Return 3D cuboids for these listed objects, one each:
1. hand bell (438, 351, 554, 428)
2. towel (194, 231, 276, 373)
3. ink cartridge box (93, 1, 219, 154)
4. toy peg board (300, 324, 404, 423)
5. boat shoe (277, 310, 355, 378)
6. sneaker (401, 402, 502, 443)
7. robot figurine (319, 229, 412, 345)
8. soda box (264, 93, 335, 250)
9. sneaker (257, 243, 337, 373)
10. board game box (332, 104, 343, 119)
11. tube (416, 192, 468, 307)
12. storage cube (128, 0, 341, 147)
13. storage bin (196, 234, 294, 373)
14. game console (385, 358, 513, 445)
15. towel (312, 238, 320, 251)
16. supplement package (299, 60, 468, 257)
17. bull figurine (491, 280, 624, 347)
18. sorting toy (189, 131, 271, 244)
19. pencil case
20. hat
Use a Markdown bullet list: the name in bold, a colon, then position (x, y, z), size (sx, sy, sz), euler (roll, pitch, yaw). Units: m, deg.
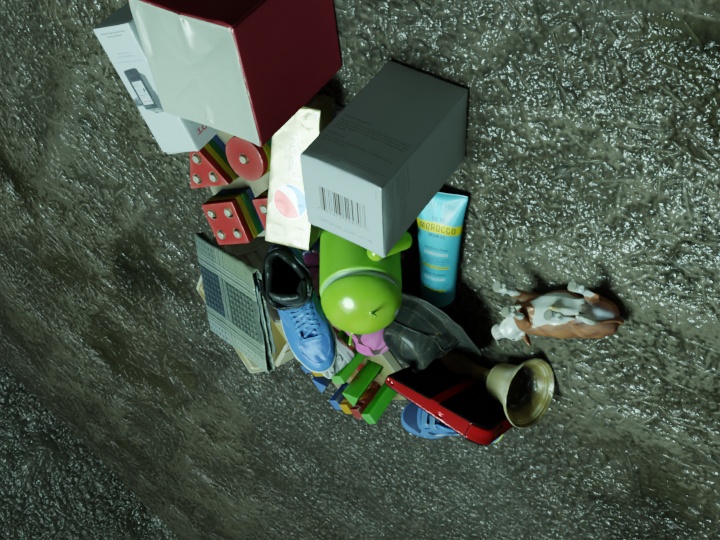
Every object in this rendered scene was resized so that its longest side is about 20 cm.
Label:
- **hand bell**: position (0.187, 0.157, 1.537), size (0.199, 0.104, 0.105), euler (20, 144, 50)
- **towel**: position (-0.198, 0.049, 1.630), size (0.199, 0.034, 0.195), euler (30, 134, 47)
- **ink cartridge box**: position (-0.249, -0.283, 1.390), size (0.083, 0.146, 0.201), euler (4, 133, 40)
- **toy peg board**: position (-0.038, 0.177, 1.769), size (0.198, 0.098, 0.201), euler (-11, 121, 52)
- **boat shoe**: position (-0.076, 0.112, 1.578), size (0.070, 0.070, 0.200), euler (25, 164, 41)
- **sneaker**: position (0.139, 0.235, 1.653), size (0.198, 0.075, 0.082), euler (-5, 158, 40)
- **robot figurine**: position (0.000, 0.000, 1.413), size (0.114, 0.202, 0.176), euler (14, 142, -20)
- **soda box**: position (-0.082, -0.135, 1.361), size (0.067, 0.064, 0.202), euler (13, 117, 12)
- **sneaker**: position (-0.090, 0.058, 1.446), size (0.111, 0.076, 0.202), euler (-47, -59, -84)
- **board game box**: position (-0.006, -0.162, 1.392), size (0.199, 0.032, 0.121), euler (28, 142, 21)
- **tube**: position (0.110, -0.035, 1.408), size (0.076, 0.051, 0.201), euler (9, 136, 12)
- **storage cube**: position (-0.149, -0.293, 1.241), size (0.170, 0.180, 0.201), euler (22, 145, 27)
- **storage bin**: position (-0.173, 0.046, 1.702), size (0.199, 0.093, 0.200), euler (55, 149, 15)
- **game console**: position (0.143, 0.194, 1.524), size (0.176, 0.200, 0.031), euler (27, 104, 20)
- **towel**: position (-0.112, -0.106, 1.551), size (0.199, 0.049, 0.112), euler (28, 145, 22)
- **supplement package**: position (0.032, -0.137, 1.215), size (0.116, 0.200, 0.118), euler (24, 145, 24)
- **bull figurine**: position (0.245, 0.057, 1.336), size (0.198, 0.066, 0.121), euler (-7, 158, 41)
- **sorting toy**: position (-0.170, -0.131, 1.483), size (0.198, 0.070, 0.201), euler (-1, 120, 41)
- **pencil case**: position (-0.030, 0.055, 1.593), size (0.093, 0.091, 0.200), euler (-18, 129, 40)
- **hat**: position (0.088, 0.102, 1.503), size (0.199, 0.081, 0.201), euler (32, 170, 6)
